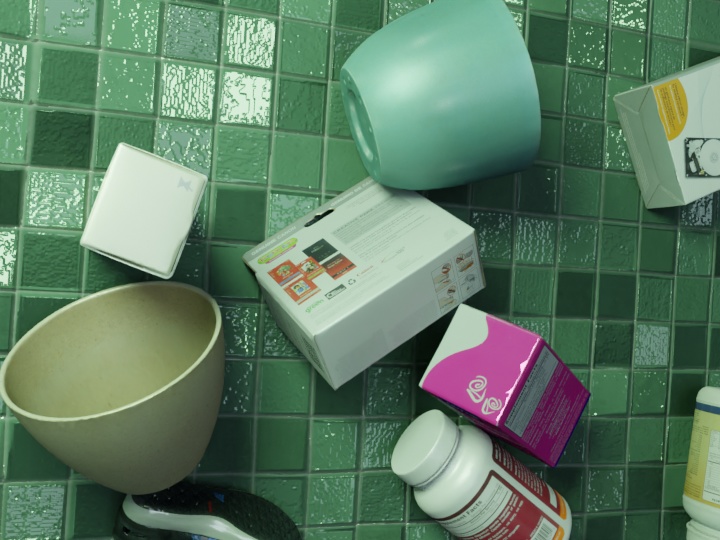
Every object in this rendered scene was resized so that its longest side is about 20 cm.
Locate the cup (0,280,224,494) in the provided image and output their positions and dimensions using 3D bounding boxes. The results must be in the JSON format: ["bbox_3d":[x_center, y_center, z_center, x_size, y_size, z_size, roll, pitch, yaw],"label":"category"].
[{"bbox_3d":[-0.214,0.124,0.725,0.199,0.200,0.144,-20,123,-18],"label":"cup"}]

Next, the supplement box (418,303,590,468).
[{"bbox_3d":[0.163,0.129,0.836,0.104,0.101,0.200,-60,141,-10],"label":"supplement box"}]

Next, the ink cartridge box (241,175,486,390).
[{"bbox_3d":[0.000,0.000,0.821,0.199,0.175,0.084,-32,131,-15],"label":"ink cartridge box"}]

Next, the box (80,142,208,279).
[{"bbox_3d":[-0.202,-0.051,0.705,0.077,0.200,0.096,22,84,-18],"label":"box"}]

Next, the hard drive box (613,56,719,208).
[{"bbox_3d":[0.448,-0.188,0.995,0.199,0.077,0.157,-23,98,-18],"label":"hard drive box"}]

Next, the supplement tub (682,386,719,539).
[{"bbox_3d":[0.493,0.259,0.978,0.143,0.144,0.202,10,87,-19],"label":"supplement tub"}]

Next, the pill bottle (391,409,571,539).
[{"bbox_3d":[0.135,0.250,0.871,0.200,0.113,0.113,41,78,-15],"label":"pill bottle"}]

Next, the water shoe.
[{"bbox_3d":[-0.158,0.275,0.805,0.199,0.072,0.079,24,110,-19],"label":"water shoe"}]

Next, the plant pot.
[{"bbox_3d":[0.072,-0.176,0.809,0.160,0.201,0.202,-20,97,-7],"label":"plant pot"}]
